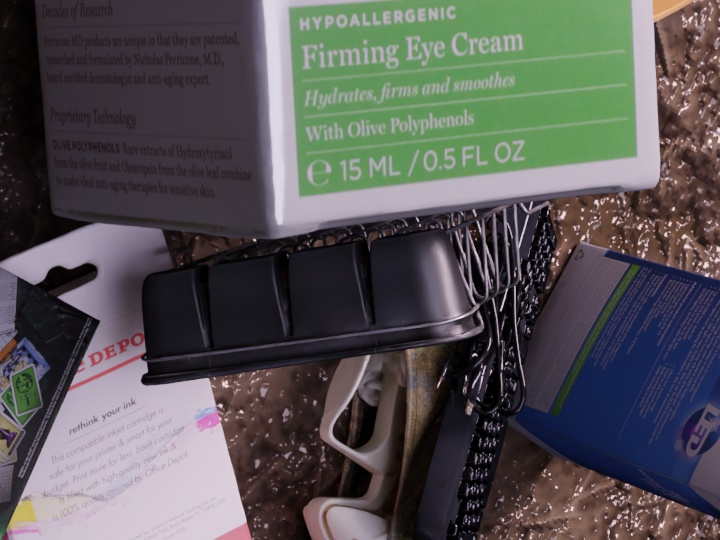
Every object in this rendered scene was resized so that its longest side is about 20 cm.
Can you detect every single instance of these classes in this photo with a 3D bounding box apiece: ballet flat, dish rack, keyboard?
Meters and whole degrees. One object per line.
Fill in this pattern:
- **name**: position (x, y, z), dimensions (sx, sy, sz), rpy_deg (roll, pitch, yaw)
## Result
- **ballet flat**: position (0.007, 0.100, 1.383), dimensions (0.070, 0.071, 0.201), rpy_deg (13, 87, -33)
- **dish rack**: position (0.000, 0.000, 1.269), dimensions (0.200, 0.152, 0.055), rpy_deg (-25, 107, -69)
- **keyboard**: position (0.071, 0.054, 1.372), dimensions (0.104, 0.039, 0.201), rpy_deg (57, 44, -59)

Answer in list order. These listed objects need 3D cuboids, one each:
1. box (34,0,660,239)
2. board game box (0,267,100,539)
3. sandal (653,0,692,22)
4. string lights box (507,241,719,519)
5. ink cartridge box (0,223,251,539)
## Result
- **box**: position (-0.009, -0.111, 1.191), dimensions (0.198, 0.200, 0.173), rpy_deg (-8, 97, -32)
- **board game box**: position (-0.192, 0.085, 1.171), dimensions (0.104, 0.023, 0.201), rpy_deg (30, 67, -17)
- **sandal**: position (0.109, -0.117, 1.390), dimensions (0.206, 0.059, 0.079), rpy_deg (-22, 147, -28)
- **string lights box**: position (0.158, 0.057, 1.389), dimensions (0.059, 0.200, 0.103), rpy_deg (34, 82, -32)
- **ink cartridge box**: position (-0.128, 0.075, 1.289), dimensions (0.116, 0.067, 0.201), rpy_deg (-24, 112, -27)
